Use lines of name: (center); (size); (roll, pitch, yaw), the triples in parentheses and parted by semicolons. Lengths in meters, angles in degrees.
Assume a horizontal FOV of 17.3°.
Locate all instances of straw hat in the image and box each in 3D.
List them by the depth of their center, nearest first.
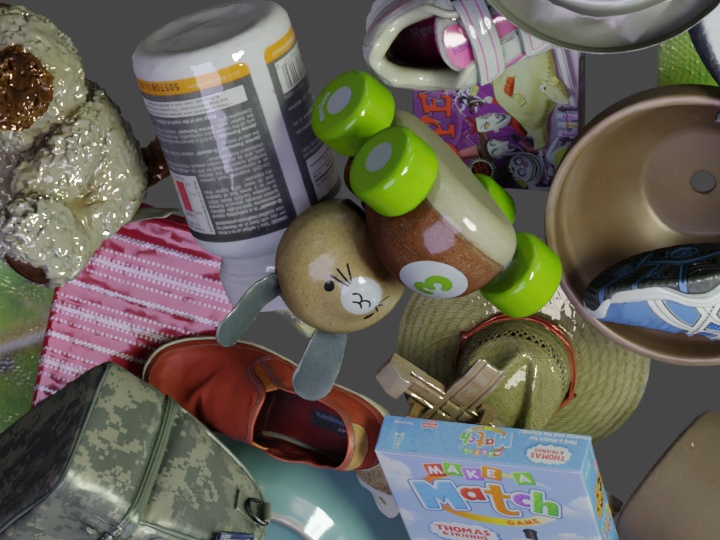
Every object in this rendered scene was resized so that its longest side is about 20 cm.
straw hat: (0.109, 0.081, 1.720); (0.201, 0.085, 0.201); (6, 118, 12)

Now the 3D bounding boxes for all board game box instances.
board game box: (0.095, -0.152, 1.639); (0.120, 0.032, 0.200); (5, 118, 17)
board game box: (0.106, 0.180, 1.696); (0.151, 0.037, 0.200); (4, 142, 21)

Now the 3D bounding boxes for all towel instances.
towel: (-0.165, 0.050, 1.777); (0.144, 0.022, 0.200); (16, 101, 10)

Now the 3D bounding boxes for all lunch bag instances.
lunch bag: (-0.181, 0.182, 1.727); (0.168, 0.140, 0.200); (34, 132, -22)

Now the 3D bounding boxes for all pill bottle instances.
pill bottle: (-0.078, -0.080, 1.669); (0.116, 0.116, 0.200); (-9, 113, 19)

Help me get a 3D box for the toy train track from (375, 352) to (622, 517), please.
toy train track: (0.096, 0.128, 1.685); (0.200, 0.033, 0.115); (33, 138, -9)

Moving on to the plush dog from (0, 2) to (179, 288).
plush dog: (-0.223, -0.109, 1.682); (0.160, 0.200, 0.172); (-30, 120, -8)

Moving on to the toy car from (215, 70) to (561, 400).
toy car: (0.000, 0.000, 1.592); (0.200, 0.158, 0.164); (-45, 126, 10)

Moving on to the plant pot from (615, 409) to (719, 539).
plant pot: (0.281, 0.196, 1.692); (0.175, 0.200, 0.200); (38, 121, 14)

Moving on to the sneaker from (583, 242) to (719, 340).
sneaker: (0.245, 0.026, 1.555); (0.200, 0.076, 0.077); (-2, 112, 17)

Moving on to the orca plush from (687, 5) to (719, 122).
orca plush: (0.248, -0.196, 1.546); (0.105, 0.071, 0.200); (-23, 86, 16)

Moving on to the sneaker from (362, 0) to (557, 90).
sneaker: (0.088, -0.163, 1.568); (0.200, 0.088, 0.081); (-20, 109, 24)

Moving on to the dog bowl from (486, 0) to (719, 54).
dog bowl: (0.156, -0.233, 1.491); (0.200, 0.059, 0.201); (0, 88, 8)

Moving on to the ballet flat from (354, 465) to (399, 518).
ballet flat: (0.052, 0.166, 1.773); (0.200, 0.071, 0.065); (27, 115, -11)

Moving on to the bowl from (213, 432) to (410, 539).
bowl: (-0.062, 0.205, 1.819); (0.200, 0.105, 0.201); (6, 117, 12)

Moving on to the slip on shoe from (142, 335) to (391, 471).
slip on shoe: (-0.073, 0.097, 1.715); (0.200, 0.061, 0.074); (19, 104, 22)

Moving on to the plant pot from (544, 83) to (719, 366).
plant pot: (0.231, -0.044, 1.620); (0.200, 0.093, 0.201); (7, 119, 12)
